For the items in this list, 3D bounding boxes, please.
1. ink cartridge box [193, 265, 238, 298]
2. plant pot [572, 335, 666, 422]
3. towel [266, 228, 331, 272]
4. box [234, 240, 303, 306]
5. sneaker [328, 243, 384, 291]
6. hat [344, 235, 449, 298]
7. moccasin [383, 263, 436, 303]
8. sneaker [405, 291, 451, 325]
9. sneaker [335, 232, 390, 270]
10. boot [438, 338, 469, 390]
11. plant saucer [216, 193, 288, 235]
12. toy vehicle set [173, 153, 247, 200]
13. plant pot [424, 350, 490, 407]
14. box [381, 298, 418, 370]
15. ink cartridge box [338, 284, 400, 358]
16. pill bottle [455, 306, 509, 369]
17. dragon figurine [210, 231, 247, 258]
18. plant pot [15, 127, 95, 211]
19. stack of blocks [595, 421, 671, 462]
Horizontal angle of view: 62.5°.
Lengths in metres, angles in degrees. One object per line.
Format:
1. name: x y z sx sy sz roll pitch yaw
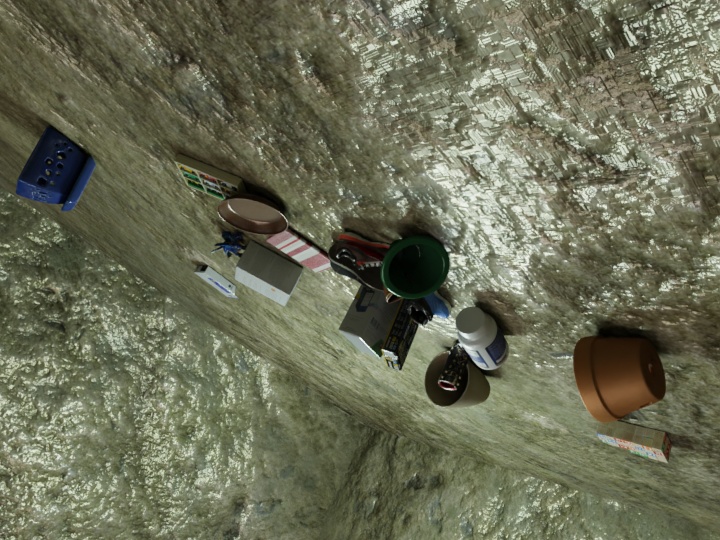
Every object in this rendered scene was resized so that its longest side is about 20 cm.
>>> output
1. ink cartridge box: -0.604 0.049 2.518 0.099 0.039 0.200 3 147 46
2. plant pot: 0.598 0.237 1.355 0.200 0.202 0.139 38 140 -28
3. towel: -0.175 -0.061 1.784 0.199 0.023 0.144 34 156 -21
4. box: -0.308 0.012 1.989 0.198 0.107 0.152 28 159 -4
5. sneaker: 0.000 0.000 1.665 0.199 0.075 0.106 34 165 8
6. hat: 0.101 -0.049 1.460 0.199 0.166 0.176 26 -161 -26
7. moccasin: 0.133 0.034 1.519 0.073 0.079 0.200 22 147 -40
8. sneaker: 0.184 0.109 1.628 0.076 0.112 0.200 12 155 32
9. sneaker: 0.026 -0.029 1.533 0.198 0.083 0.077 18 157 13
10. boot: 0.303 0.283 1.834 0.073 0.152 0.200 26 159 0
11. plant saucer: -0.292 -0.158 1.624 0.198 0.037 0.201 7 157 3
12. toy vehicle set: -0.403 -0.242 1.624 0.198 0.027 0.125 22 159 12
13. plant pot: 0.350 0.389 2.027 0.199 0.190 0.186 25 164 -41
14. box: 0.125 0.171 1.719 0.049 0.202 0.160 16 158 19
15. ink cartridge box: 0.041 0.128 1.720 0.087 0.201 0.145 14 157 37
16. pill bottle: 0.330 0.182 1.626 0.110 0.112 0.200 10 154 36
17. dragon figurine: -0.445 -0.090 1.979 0.198 0.059 0.100 9 153 37
18. plant pot: -0.978 -0.311 1.918 0.179 0.202 0.199 29 160 -27
19. stack of blocks: 0.868 0.536 1.887 0.198 0.059 0.115 7 152 42
